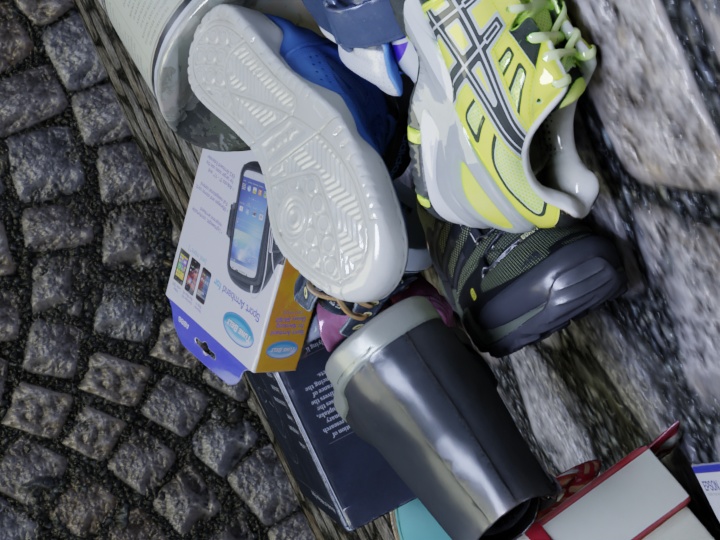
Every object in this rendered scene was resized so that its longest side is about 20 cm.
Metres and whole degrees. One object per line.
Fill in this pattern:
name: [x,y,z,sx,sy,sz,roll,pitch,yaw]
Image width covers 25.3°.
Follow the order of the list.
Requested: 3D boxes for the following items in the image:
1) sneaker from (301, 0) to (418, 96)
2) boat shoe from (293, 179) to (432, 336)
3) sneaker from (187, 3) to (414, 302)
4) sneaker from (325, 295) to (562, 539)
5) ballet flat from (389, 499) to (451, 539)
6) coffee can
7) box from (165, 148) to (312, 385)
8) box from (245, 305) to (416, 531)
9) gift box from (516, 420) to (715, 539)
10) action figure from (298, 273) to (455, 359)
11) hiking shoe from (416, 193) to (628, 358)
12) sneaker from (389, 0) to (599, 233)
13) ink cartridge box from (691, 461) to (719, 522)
sneaker: [0.016,-0.151,0.724,0.147,0.080,0.200,57,167,-5]
boat shoe: [0.000,0.000,0.938,0.071,0.091,0.200,34,-170,4]
sneaker: [-0.001,-0.058,0.808,0.200,0.111,0.077,53,124,40]
sneaker: [0.042,0.085,0.753,0.106,0.075,0.200,55,-177,14]
ballet flat: [0.082,0.262,1.400,0.065,0.070,0.200,37,-150,-81]
coffee can: [-0.090,-0.190,0.939,0.200,0.146,0.147,58,168,31]
box: [-0.069,-0.027,1.061,0.119,0.041,0.201,37,120,44]
box: [-0.018,0.086,1.306,0.197,0.124,0.200,67,169,-5]
gift box: [0.115,0.195,0.762,0.187,0.184,0.200,51,162,22]
action figure: [0.017,0.002,1.089,0.200,0.134,0.149,48,125,36]
hiking shoe: [0.061,-0.023,0.773,0.101,0.076,0.200,63,171,-11]
sneaker: [0.060,-0.106,0.656,0.076,0.075,0.200,14,133,32]
ink cartridge box: [0.200,0.157,0.621,0.200,0.037,0.095,61,171,5]
